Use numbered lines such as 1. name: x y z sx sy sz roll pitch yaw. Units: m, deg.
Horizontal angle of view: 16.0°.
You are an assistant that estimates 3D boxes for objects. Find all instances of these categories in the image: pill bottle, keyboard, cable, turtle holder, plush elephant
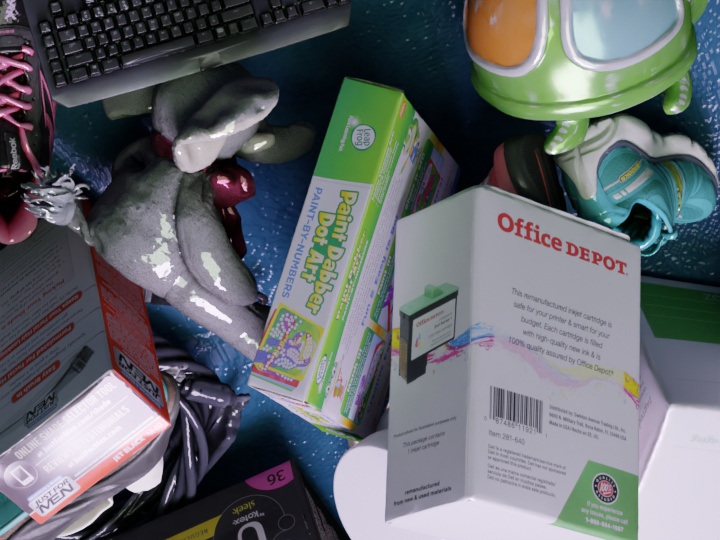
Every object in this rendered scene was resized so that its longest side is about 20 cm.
1. pill bottle: 0.080 0.116 1.685 0.200 0.115 0.117 -30 138 -41
2. keyboard: -0.110 -0.185 1.567 0.199 0.021 0.128 -17 84 -8
3. cable: -0.180 0.128 1.789 0.163 0.051 0.200 20 125 -37
4. turtle holder: 0.154 -0.170 1.611 0.184 0.141 0.132 -10 122 1
5. plush elephant: -0.100 -0.066 1.616 0.200 0.165 0.155 30 102 -40

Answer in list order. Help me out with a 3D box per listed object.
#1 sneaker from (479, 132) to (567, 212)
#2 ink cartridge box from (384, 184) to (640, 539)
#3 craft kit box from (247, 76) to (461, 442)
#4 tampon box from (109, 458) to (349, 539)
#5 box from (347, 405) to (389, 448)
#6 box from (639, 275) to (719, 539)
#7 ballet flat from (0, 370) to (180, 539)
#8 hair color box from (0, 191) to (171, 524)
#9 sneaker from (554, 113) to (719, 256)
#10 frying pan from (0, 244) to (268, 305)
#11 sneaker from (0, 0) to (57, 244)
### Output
1. sneaker: 0.096 -0.029 1.692 0.086 0.074 0.200 -15 163 5
2. ink cartridge box: 0.096 0.067 1.579 0.144 0.201 0.084 18 155 -36
3. craft kit box: 0.000 0.000 1.626 0.048 0.198 0.201 16 82 13
4. tampon box: -0.067 0.259 1.843 0.149 0.127 0.200 -24 140 4
5. box: 0.041 0.136 1.837 0.094 0.078 0.201 -15 126 -3
6. box: 0.251 0.134 1.823 0.198 0.172 0.201 8 123 -17
7. ballet flat: -0.181 0.132 1.728 0.199 0.068 0.068 -34 142 25
8. hair color box: -0.191 0.052 1.620 0.111 0.200 0.064 -37 123 13
9. sneaker: 0.183 -0.047 1.702 0.077 0.080 0.200 -18 167 27
10. frying pan: -0.166 0.002 1.729 0.189 0.031 0.115 -19 128 -3
11. sneaker: -0.219 -0.105 1.606 0.078 0.096 0.201 -1 123 -8
